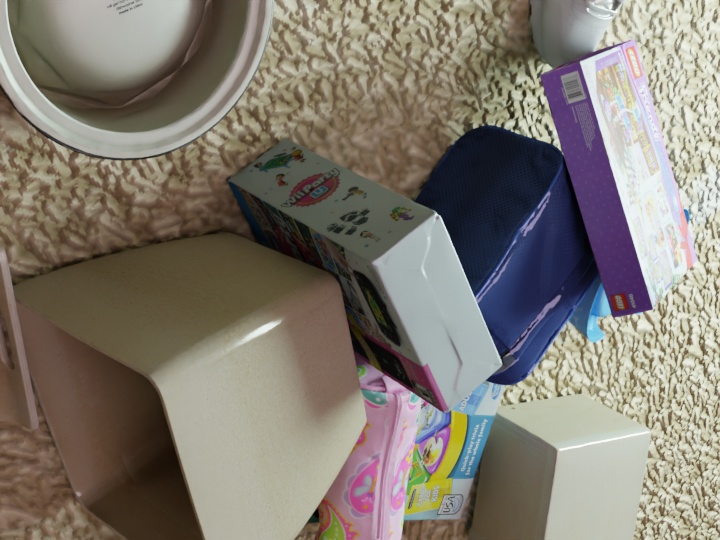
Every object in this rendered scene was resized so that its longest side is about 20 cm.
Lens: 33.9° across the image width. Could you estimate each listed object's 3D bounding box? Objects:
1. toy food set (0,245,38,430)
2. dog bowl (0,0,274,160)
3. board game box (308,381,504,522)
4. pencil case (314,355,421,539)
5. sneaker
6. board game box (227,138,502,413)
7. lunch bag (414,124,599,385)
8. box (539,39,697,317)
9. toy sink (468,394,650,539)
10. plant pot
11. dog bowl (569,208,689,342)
[{"bbox_3d":[-0.319,0.074,0.771,0.198,0.060,0.145,-19,120,-28],"label":"toy food set"},{"bbox_3d":[-0.158,-0.178,0.766,0.198,0.074,0.203,-14,118,-29],"label":"dog bowl"},{"bbox_3d":[0.027,0.147,1.057,0.198,0.047,0.153,7,105,-37],"label":"board game box"},{"bbox_3d":[0.005,0.165,0.965,0.087,0.087,0.203,-7,112,-33],"label":"pencil case"},{"bbox_3d":[0.205,-0.260,0.984,0.076,0.080,0.202,2,111,-38],"label":"sneaker"},{"bbox_3d":[0.000,0.000,0.874,0.064,0.199,0.149,-37,126,-17],"label":"board game box"},{"bbox_3d":[0.114,-0.002,0.995,0.201,0.136,0.132,-53,129,-4],"label":"lunch bag"},{"bbox_3d":[0.214,-0.079,0.965,0.136,0.039,0.202,-29,103,-55],"label":"box"},{"bbox_3d":[0.190,0.239,1.173,0.129,0.112,0.203,-5,108,-33],"label":"toy sink"},{"bbox_3d":[-0.108,0.083,0.849,0.176,0.199,0.202,-32,126,-32],"label":"plant pot"},{"bbox_3d":[0.240,-0.007,1.100,0.199,0.049,0.113,-23,134,-51],"label":"dog bowl"}]
